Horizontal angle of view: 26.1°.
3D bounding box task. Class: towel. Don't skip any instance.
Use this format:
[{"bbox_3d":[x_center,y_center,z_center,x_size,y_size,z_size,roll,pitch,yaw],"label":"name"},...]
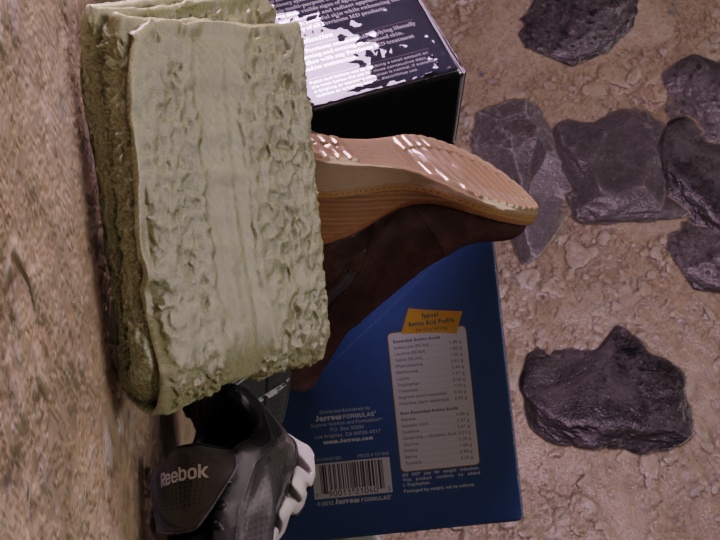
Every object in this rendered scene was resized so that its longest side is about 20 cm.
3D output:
[{"bbox_3d":[-0.075,-0.038,0.773,0.148,0.036,0.201,-14,99,-52],"label":"towel"}]

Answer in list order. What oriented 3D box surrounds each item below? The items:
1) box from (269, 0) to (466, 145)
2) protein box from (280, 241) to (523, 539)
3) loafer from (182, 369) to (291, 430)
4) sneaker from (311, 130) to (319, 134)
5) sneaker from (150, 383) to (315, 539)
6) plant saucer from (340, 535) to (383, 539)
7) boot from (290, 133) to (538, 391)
[{"bbox_3d":[-0.019,-0.138,1.197,0.200,0.124,0.197,93,-23,-52],"label":"box"},{"bbox_3d":[-0.001,0.073,1.056,0.135,0.198,0.201,68,17,-86],"label":"protein box"},{"bbox_3d":[-0.084,0.016,0.869,0.072,0.063,0.200,-32,127,-44],"label":"loafer"},{"bbox_3d":[-0.069,-0.060,1.010,0.090,0.078,0.200,-64,-171,1],"label":"sneaker"},{"bbox_3d":[-0.076,0.136,0.785,0.091,0.066,0.200,60,26,-32],"label":"sneaker"},{"bbox_3d":[-0.030,0.271,1.161,0.200,0.050,0.201,34,47,-47],"label":"plant saucer"},{"bbox_3d":[0.000,0.000,0.956,0.072,0.200,0.167,54,-53,44],"label":"boot"}]
